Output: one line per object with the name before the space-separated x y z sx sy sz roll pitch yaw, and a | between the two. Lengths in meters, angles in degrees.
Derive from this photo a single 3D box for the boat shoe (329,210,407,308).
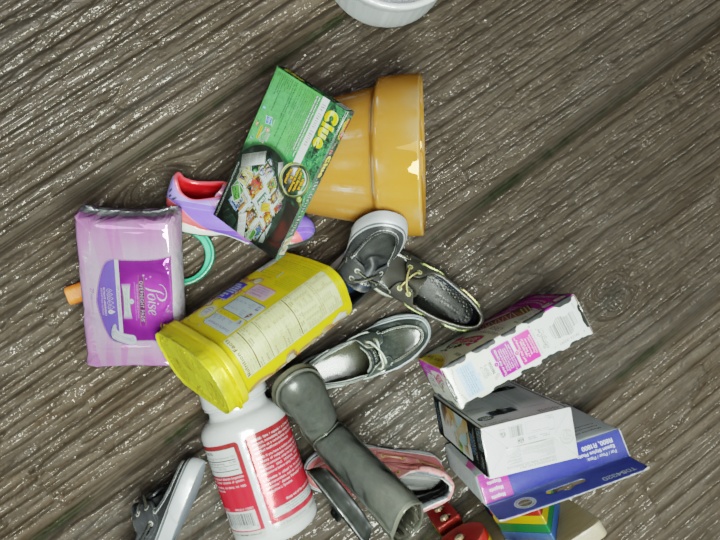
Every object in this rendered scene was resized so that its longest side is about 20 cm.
boat shoe | 0.000 0.000 0.774 0.070 0.200 0.067 16 57 -21

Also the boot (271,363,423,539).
boot | -0.015 0.220 0.737 0.072 0.182 0.200 -36 49 -9

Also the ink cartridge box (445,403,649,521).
ink cartridge box | 0.229 0.239 0.801 0.195 0.200 0.044 -16 91 -8

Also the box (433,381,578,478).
box | 0.178 0.195 0.795 0.116 0.200 0.061 -11 92 -10

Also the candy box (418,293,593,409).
candy box | 0.188 0.102 0.830 0.199 0.136 0.061 -29 91 -8

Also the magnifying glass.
magnifying glass | -0.293 0.000 0.825 0.199 0.022 0.080 -20 92 -7

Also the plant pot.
plant pot | -0.010 -0.143 0.791 0.182 0.200 0.202 -1 89 7

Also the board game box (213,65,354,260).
board game box | -0.095 -0.123 0.727 0.105 0.023 0.201 36 113 15

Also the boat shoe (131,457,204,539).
boat shoe | -0.262 0.319 0.785 0.066 0.070 0.201 25 105 -1

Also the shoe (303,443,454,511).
shoe | 0.023 0.277 0.826 0.199 0.091 0.072 4 88 -8

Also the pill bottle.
pill bottle | -0.137 0.238 0.796 0.112 0.112 0.201 -18 91 -8

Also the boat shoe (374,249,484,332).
boat shoe | 0.082 0.021 0.854 0.200 0.061 0.072 30 85 -6

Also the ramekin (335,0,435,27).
ramekin | 0.038 -0.436 0.839 0.199 0.098 0.202 0 88 -8

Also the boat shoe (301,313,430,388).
boat shoe | 0.010 0.119 0.838 0.199 0.071 0.072 -25 92 -7

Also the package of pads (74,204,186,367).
package of pads | -0.283 0.018 0.774 0.120 0.076 0.201 0 107 -7

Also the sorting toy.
sorting toy | 0.174 0.329 0.793 0.199 0.199 0.070 -29 89 -7

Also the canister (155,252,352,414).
canister | -0.126 0.066 0.755 0.200 0.148 0.087 -37 125 -30

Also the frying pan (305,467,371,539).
frying pan | -0.016 0.303 0.764 0.031 0.190 0.115 -38 49 -16

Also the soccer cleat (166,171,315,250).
soccer cleat | -0.155 -0.078 0.811 0.199 0.068 0.073 10 130 -5
